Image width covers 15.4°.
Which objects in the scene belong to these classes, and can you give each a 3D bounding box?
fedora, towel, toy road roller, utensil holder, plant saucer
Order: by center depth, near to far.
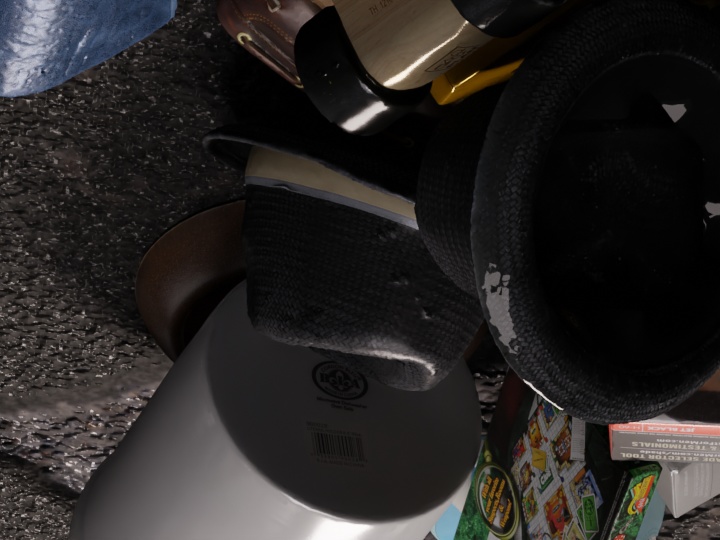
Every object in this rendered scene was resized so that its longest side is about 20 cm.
[{"bbox_3d":[0.092,-0.030,1.135,0.091,0.201,0.201,12,158,42],"label":"fedora"},{"bbox_3d":[-0.110,-0.156,1.141,0.049,0.112,0.200,45,145,13],"label":"towel"},{"bbox_3d":[0.047,-0.157,1.142,0.123,0.147,0.200,-32,169,40],"label":"toy road roller"},{"bbox_3d":[0.000,0.000,1.279,0.200,0.092,0.201,20,175,2],"label":"fedora"},{"bbox_3d":[-0.045,0.112,1.419,0.169,0.171,0.200,15,140,-17],"label":"utensil holder"},{"bbox_3d":[-0.026,0.029,1.466,0.199,0.032,0.201,2,144,1],"label":"plant saucer"}]

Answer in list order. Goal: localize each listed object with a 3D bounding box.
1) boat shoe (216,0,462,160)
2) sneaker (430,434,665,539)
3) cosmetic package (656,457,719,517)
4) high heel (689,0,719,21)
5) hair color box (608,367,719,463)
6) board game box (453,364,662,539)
[{"bbox_3d":[0.021,-0.091,1.257,0.200,0.071,0.070,37,127,-27],"label":"boat shoe"},{"bbox_3d":[0.088,0.157,1.444,0.079,0.131,0.200,22,155,-25],"label":"sneaker"},{"bbox_3d":[0.209,0.021,1.289,0.199,0.107,0.090,-32,158,-3],"label":"cosmetic package"},{"bbox_3d":[0.207,-0.146,1.161,0.199,0.072,0.143,-10,144,3],"label":"high heel"},{"bbox_3d":[0.169,-0.013,1.230,0.101,0.201,0.061,2,159,6],"label":"hair color box"},{"bbox_3d":[0.090,0.133,1.320,0.023,0.105,0.201,-15,139,-30],"label":"board game box"}]
